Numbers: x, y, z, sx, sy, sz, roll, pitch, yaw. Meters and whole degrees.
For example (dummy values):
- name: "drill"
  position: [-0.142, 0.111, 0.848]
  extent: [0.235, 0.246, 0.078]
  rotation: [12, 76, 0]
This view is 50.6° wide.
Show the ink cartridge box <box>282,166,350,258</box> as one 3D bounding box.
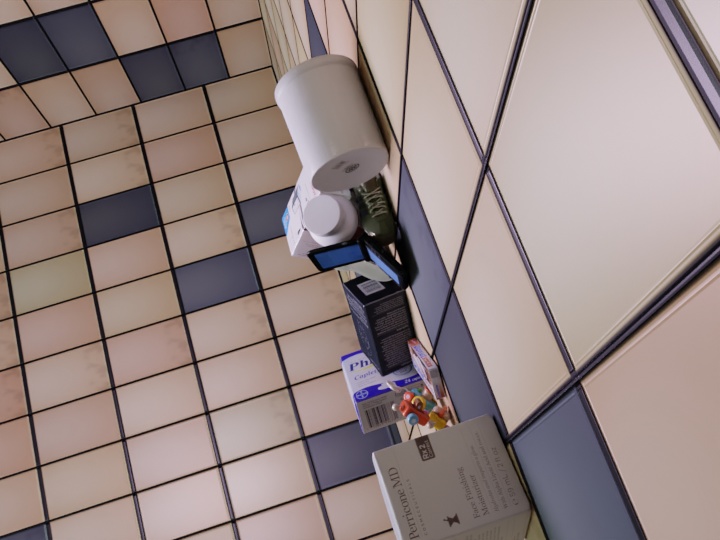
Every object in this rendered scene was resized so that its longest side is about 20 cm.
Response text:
- name: "ink cartridge box"
  position: [-0.110, -0.150, 1.836]
  extent: [0.147, 0.085, 0.201]
  rotation: [-110, 36, -44]

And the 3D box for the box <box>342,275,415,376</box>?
- name: "box"
  position: [0.050, 0.123, 1.818]
  extent: [0.148, 0.107, 0.201]
  rotation: [-136, 28, -60]

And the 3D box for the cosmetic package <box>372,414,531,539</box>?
- name: "cosmetic package"
  position: [0.141, 0.358, 1.200]
  extent: [0.165, 0.199, 0.165]
  rotation: [80, 171, -54]

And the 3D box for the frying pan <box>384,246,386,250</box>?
- name: "frying pan"
  position: [0.014, -0.084, 1.834]
  extent: [0.191, 0.031, 0.115]
  rotation: [59, 165, -4]

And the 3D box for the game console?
- name: "game console"
  position: [0.000, 0.000, 1.581]
  extent: [0.176, 0.116, 0.200]
  rotation: [43, 176, 10]

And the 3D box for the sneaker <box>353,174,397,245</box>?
- name: "sneaker"
  position: [0.021, -0.148, 1.571]
  extent: [0.090, 0.067, 0.201]
  rotation: [71, -179, -49]

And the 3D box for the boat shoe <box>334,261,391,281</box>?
- name: "boat shoe"
  position: [0.004, -0.027, 1.803]
  extent: [0.200, 0.061, 0.072]
  rotation: [15, 147, 35]

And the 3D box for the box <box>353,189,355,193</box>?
- name: "box"
  position: [0.001, -0.215, 1.774]
  extent: [0.145, 0.036, 0.201]
  rotation: [80, 173, -54]

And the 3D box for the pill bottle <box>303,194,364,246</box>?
- name: "pill bottle"
  position: [-0.044, -0.096, 1.640]
  extent: [0.200, 0.112, 0.113]
  rotation: [25, -136, -66]

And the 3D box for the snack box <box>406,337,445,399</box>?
- name: "snack box"
  position: [0.143, 0.213, 1.677]
  extent: [0.200, 0.024, 0.072]
  rotation: [-126, 19, -74]

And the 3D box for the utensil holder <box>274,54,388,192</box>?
- name: "utensil holder"
  position: [-0.051, -0.273, 1.437]
  extent: [0.170, 0.169, 0.201]
  rotation: [89, 160, -72]

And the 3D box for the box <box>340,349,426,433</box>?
- name: "box"
  position: [0.061, 0.277, 1.880]
  extent: [0.200, 0.183, 0.105]
  rotation: [-117, 10, -60]

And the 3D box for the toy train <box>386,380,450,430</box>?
- name: "toy train"
  position: [0.128, 0.279, 1.621]
  extent: [0.150, 0.056, 0.200]
  rotation: [31, -172, -15]

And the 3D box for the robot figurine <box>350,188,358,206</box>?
- name: "robot figurine"
  position: [-0.038, -0.156, 1.935]
  extent: [0.200, 0.112, 0.171]
  rotation: [-120, 43, -67]
